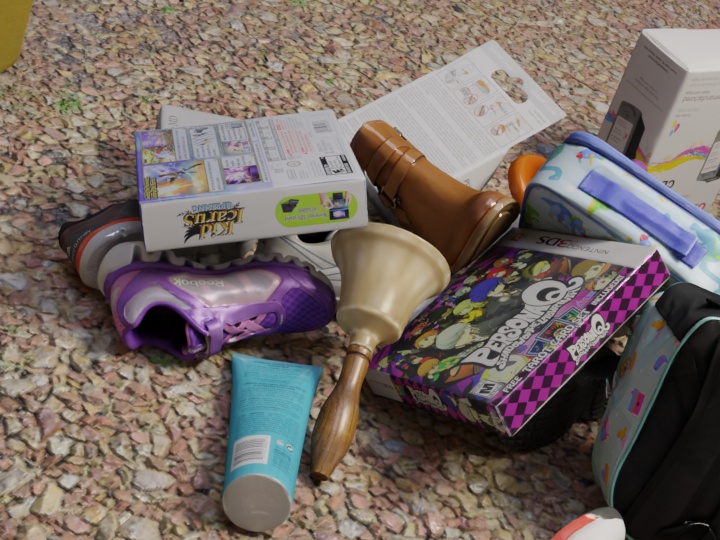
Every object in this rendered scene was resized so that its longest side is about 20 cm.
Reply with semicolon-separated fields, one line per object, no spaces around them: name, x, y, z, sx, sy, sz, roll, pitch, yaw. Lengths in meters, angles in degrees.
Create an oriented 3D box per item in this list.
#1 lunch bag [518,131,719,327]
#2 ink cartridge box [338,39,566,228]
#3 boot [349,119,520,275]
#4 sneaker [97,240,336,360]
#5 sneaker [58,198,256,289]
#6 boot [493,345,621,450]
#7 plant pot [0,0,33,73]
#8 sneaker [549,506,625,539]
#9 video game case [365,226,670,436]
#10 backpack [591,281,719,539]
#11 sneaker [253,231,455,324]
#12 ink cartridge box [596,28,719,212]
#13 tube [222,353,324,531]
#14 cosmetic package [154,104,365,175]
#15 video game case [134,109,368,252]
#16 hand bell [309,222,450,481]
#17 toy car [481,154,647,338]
lunch bag;0.234;-0.022;1.350;0.199;0.161;0.083;35;75;15
ink cartridge box;0.087;-0.133;1.581;0.199;0.057;0.163;-25;44;-10
boot;0.060;-0.078;1.400;0.156;0.077;0.200;50;-5;1
sneaker;-0.117;0.036;1.295;0.198;0.081;0.089;4;41;-12
sneaker;-0.175;-0.043;1.383;0.199;0.078;0.082;-12;35;-41
boot;0.138;0.084;1.363;0.131;0.070;0.199;37;26;32
plant pot;-0.425;-0.281;1.519;0.198;0.196;0.196;-1;36;-37
sneaker;0.152;0.249;1.110;0.108;0.068;0.201;38;41;27
video game case;0.123;0.043;1.281;0.200;0.036;0.181;-41;27;-23
backpack;0.273;0.124;1.232;0.174;0.202;0.153;19;11;-14
sneaker;0.000;0.000;1.389;0.198;0.088;0.075;12;30;-11
ink cartridge box;0.334;-0.151;1.674;0.146;0.201;0.086;-9;41;-35
tube;-0.071;0.119;1.216;0.077;0.051;0.201;13;28;-4
cosmetic package;-0.099;-0.087;1.485;0.198;0.075;0.102;11;32;-13
video game case;-0.097;-0.079;1.323;0.179;0.046;0.200;-6;22;-7
hand bell;-0.005;0.073;1.253;0.103;0.104;0.201;19;61;2
toy car;0.222;-0.045;1.506;0.199;0.151;0.175;25;32;12
